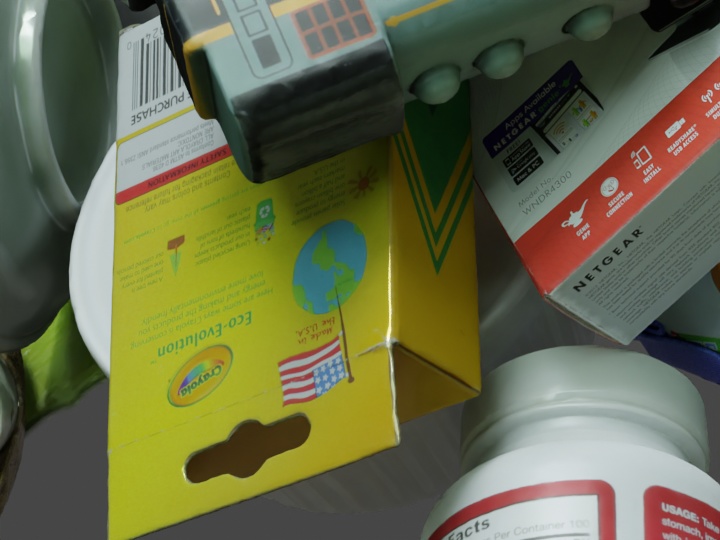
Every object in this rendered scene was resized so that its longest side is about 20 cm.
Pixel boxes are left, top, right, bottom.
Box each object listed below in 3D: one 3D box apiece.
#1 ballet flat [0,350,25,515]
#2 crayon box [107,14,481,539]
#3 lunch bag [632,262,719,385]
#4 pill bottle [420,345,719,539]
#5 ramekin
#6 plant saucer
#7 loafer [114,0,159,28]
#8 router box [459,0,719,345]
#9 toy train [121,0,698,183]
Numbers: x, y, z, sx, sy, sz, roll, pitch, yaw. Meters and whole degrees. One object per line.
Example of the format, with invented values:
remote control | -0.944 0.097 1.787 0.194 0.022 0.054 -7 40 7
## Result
ballet flat | -0.163 0.084 1.041 0.065 0.070 0.201 -37 38 54
crayon box | -0.024 -0.008 0.904 0.127 0.051 0.201 -21 55 34
lunch bag | 0.196 -0.037 0.922 0.170 0.124 0.200 21 79 36
pill bottle | 0.073 0.129 0.863 0.112 0.112 0.201 -12 50 18
ramekin | 0.000 0.000 1.013 0.202 0.094 0.203 -14 50 17
plant saucer | -0.129 -0.069 1.053 0.050 0.200 0.201 -5 52 15
loafer | -0.089 -0.097 1.148 0.073 0.072 0.200 -29 47 2
router box | 0.110 -0.105 0.904 0.200 0.049 0.180 -44 46 16
toy train | 0.020 -0.107 0.850 0.199 0.085 0.114 -21 73 -7
